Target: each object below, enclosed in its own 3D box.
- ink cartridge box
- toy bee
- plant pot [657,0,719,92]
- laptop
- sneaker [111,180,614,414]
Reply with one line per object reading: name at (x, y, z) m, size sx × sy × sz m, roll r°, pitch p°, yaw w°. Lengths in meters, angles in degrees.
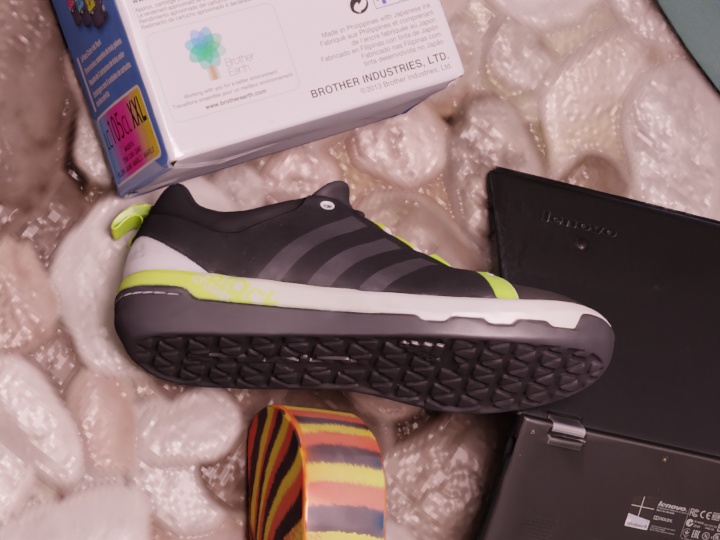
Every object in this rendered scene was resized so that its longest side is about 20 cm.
ink cartridge box at (-0.059, -0.145, 1.186) m, size 0.136 × 0.076 × 0.201 m, roll -18°, pitch 88°, yaw -26°
toy bee at (-0.005, 0.145, 1.133) m, size 0.131 × 0.109 × 0.201 m, roll -15°, pitch 85°, yaw -27°
plant pot at (0.236, -0.108, 1.276) m, size 0.200 × 0.141 × 0.141 m, roll 35°, pitch 68°, yaw -5°
laptop at (0.124, 0.085, 1.253) m, size 0.187 × 0.116 × 0.201 m, roll 13°, pitch 103°, yaw -20°
sneaker at (0.000, 0.000, 1.159) m, size 0.199 × 0.072 × 0.083 m, roll 6°, pitch 63°, yaw 3°
